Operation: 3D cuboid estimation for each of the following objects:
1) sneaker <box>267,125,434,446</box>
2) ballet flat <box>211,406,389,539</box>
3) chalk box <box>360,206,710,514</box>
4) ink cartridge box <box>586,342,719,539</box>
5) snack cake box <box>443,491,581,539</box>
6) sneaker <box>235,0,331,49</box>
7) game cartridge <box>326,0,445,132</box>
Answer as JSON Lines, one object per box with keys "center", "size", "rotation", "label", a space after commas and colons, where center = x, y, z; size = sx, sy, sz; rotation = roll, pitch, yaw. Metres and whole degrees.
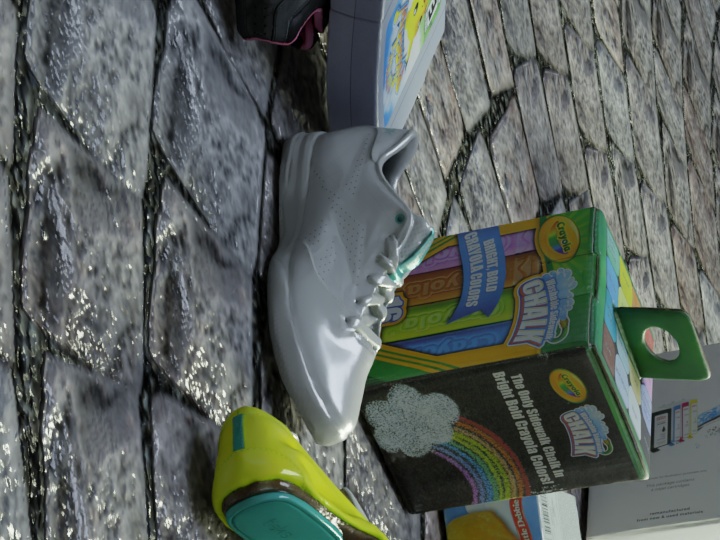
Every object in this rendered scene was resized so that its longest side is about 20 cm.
{"center": [0.000, 0.000, 1.447], "size": [0.075, 0.088, 0.201], "rotation": [57, 28, -54], "label": "sneaker"}
{"center": [-0.024, 0.131, 1.341], "size": [0.200, 0.067, 0.067], "rotation": [55, 16, -52], "label": "ballet flat"}
{"center": [0.109, 0.052, 1.579], "size": [0.124, 0.199, 0.125], "rotation": [-83, 156, -45], "label": "chalk box"}
{"center": [0.272, 0.183, 2.129], "size": [0.200, 0.144, 0.148], "rotation": [-81, 155, -48], "label": "ink cartridge box"}
{"center": [0.110, 0.244, 1.695], "size": [0.115, 0.067, 0.201], "rotation": [31, 51, -71], "label": "snack cake box"}
{"center": [-0.032, -0.179, 1.507], "size": [0.200, 0.079, 0.096], "rotation": [-43, 136, -67], "label": "sneaker"}
{"center": [0.017, -0.154, 1.538], "size": [0.200, 0.040, 0.134], "rotation": [90, 24, -55], "label": "game cartridge"}
